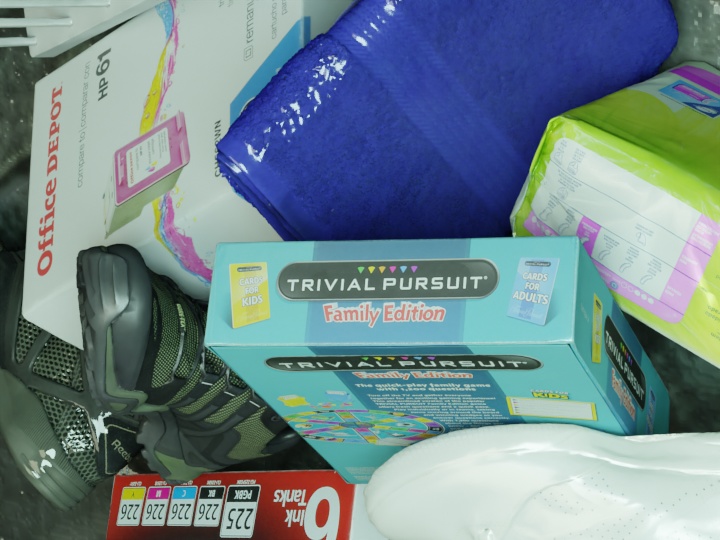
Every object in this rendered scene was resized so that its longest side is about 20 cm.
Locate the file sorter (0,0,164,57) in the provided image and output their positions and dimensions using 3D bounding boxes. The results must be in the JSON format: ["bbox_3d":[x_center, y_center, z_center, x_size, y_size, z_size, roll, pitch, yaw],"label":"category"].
[{"bbox_3d":[-0.171,-0.187,1.252,0.200,0.124,0.139,-15,82,60],"label":"file sorter"}]

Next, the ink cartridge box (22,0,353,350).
[{"bbox_3d":[-0.070,-0.058,1.270,0.200,0.085,0.145,-30,48,36],"label":"ink cartridge box"}]

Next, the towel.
[{"bbox_3d":[0.039,-0.080,1.156,0.200,0.148,0.050,-48,38,-6],"label":"towel"}]

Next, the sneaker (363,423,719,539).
[{"bbox_3d":[0.095,0.115,1.095,0.199,0.075,0.089,-2,67,17],"label":"sneaker"}]

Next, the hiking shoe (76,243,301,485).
[{"bbox_3d":[-0.070,0.035,1.224,0.100,0.200,0.076,-12,66,6],"label":"hiking shoe"}]

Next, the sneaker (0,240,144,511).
[{"bbox_3d":[-0.157,0.024,1.403,0.114,0.076,0.200,-33,54,-1],"label":"sneaker"}]

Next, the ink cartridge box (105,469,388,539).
[{"bbox_3d":[-0.045,0.191,1.300,0.200,0.084,0.176,-7,73,49],"label":"ink cartridge box"}]

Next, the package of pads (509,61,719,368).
[{"bbox_3d":[0.179,-0.010,1.120,0.200,0.154,0.068,32,118,20],"label":"package of pads"}]

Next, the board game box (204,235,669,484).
[{"bbox_3d":[0.039,0.042,1.113,0.151,0.200,0.047,-1,69,17],"label":"board game box"}]
